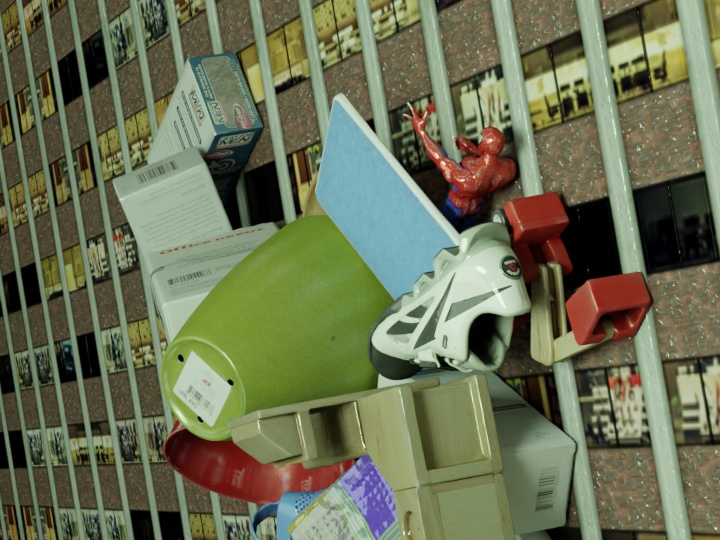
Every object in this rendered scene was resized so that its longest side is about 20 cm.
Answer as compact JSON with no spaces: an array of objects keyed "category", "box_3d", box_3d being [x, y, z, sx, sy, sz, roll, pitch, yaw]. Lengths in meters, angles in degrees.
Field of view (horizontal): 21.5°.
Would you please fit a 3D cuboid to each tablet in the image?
[{"category":"tablet","box_3d":[0.025,-0.041,1.588,0.200,0.014,0.131,53,148,30]}]

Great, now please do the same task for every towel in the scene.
[{"category":"towel","box_3d":[0.018,0.240,1.742,0.200,0.023,0.144,-45,60,33]}]

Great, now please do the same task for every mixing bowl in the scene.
[{"category":"mixing bowl","box_3d":[-0.088,0.146,1.874,0.200,0.199,0.109,127,156,-57]}]

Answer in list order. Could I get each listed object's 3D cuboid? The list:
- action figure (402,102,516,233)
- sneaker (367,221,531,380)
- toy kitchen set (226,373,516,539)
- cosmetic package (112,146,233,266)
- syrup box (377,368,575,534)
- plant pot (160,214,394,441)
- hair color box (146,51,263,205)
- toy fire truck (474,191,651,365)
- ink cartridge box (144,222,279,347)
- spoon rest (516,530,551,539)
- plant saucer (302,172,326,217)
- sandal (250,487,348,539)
[{"category":"action figure","box_3d":[0.069,-0.070,1.570,0.099,0.065,0.200,60,149,22]},{"category":"sneaker","box_3d":[0.069,0.052,1.482,0.089,0.074,0.200,64,147,20]},{"category":"toy kitchen set","box_3d":[-0.001,0.188,1.498,0.200,0.162,0.182,-24,75,63]},{"category":"cosmetic package","box_3d":[-0.178,-0.017,1.998,0.074,0.101,0.201,-125,15,-67]},{"category":"syrup box","box_3d":[0.091,0.137,1.574,0.200,0.081,0.079,42,132,55]},{"category":"plant pot","box_3d":[-0.075,0.070,1.648,0.186,0.200,0.189,14,116,31]},{"category":"hair color box","box_3d":[-0.173,-0.139,2.074,0.101,0.060,0.200,68,152,22]},{"category":"toy fire truck","box_3d":[0.141,0.020,1.466,0.142,0.048,0.200,69,153,23]},{"category":"ink cartridge box","box_3d":[-0.129,0.027,1.875,0.200,0.143,0.084,-127,24,-71]},{"category":"spoon rest","box_3d":[0.141,0.267,1.507,0.200,0.099,0.061,41,162,36]},{"category":"plant saucer","box_3d":[0.000,0.000,1.778,0.200,0.035,0.202,34,129,57]},{"category":"sandal","box_3d":[-0.047,0.249,1.863,0.087,0.080,0.200,40,137,-6]}]
